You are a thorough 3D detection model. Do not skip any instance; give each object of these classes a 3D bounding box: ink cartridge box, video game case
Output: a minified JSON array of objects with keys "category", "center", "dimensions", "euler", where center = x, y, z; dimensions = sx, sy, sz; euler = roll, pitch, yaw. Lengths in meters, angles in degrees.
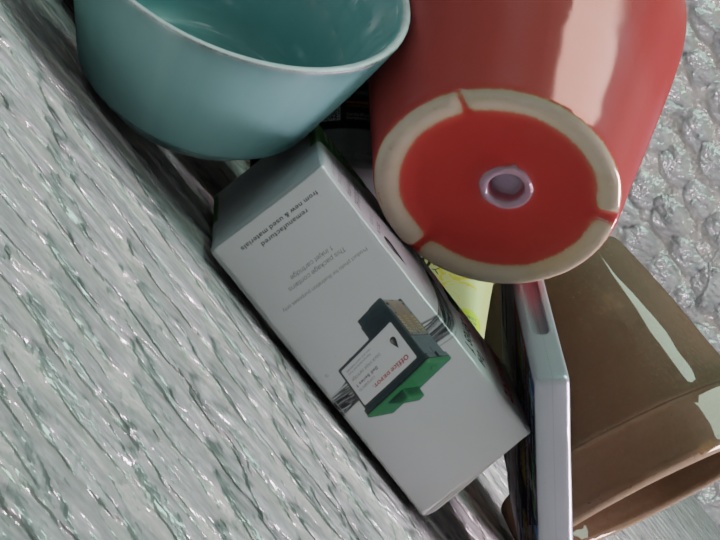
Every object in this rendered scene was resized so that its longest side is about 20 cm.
[{"category":"ink cartridge box","center":[0.004,0.025,1.493],"dimensions":[0.200,0.084,0.146],"euler":[51,6,-13]},{"category":"video game case","center":[0.106,0.100,1.534],"dimensions":[0.182,0.023,0.201],"euler":[-97,-177,-60]}]

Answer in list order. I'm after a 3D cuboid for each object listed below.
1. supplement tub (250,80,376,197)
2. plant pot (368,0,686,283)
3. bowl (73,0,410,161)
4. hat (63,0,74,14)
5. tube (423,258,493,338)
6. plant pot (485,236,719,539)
[{"category":"supplement tub","center":[-0.010,-0.105,1.664],"dimensions":[0.123,0.122,0.200],"euler":[47,33,-44]},{"category":"plant pot","center":[0.090,-0.101,1.500],"dimensions":[0.201,0.200,0.178],"euler":[49,32,-28]},{"category":"bowl","center":[-0.083,-0.138,1.463],"dimensions":[0.200,0.105,0.201],"euler":[16,38,-13]},{"category":"hat","center":[-0.087,-0.194,1.581],"dimensions":[0.201,0.200,0.081],"euler":[55,-27,20]},{"category":"tube","center":[0.060,-0.004,1.665],"dimensions":[0.052,0.058,0.200],"euler":[55,37,-33]},{"category":"plant pot","center":[0.164,0.076,1.738],"dimensions":[0.175,0.200,0.200],"euler":[65,9,13]}]
